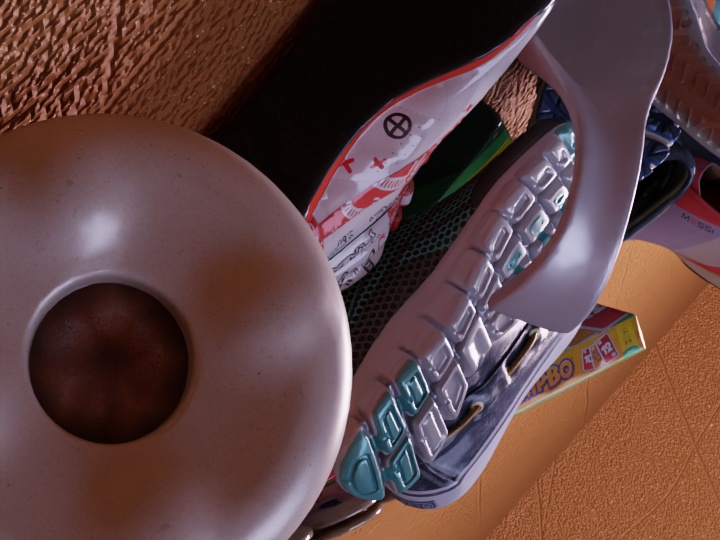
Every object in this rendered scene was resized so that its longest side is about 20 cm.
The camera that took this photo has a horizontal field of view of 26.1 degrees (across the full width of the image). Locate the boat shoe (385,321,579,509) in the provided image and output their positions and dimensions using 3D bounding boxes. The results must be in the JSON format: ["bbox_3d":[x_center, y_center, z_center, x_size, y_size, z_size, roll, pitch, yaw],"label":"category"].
[{"bbox_3d":[0.064,0.016,0.771,0.201,0.070,0.091,-60,152,-28],"label":"boat shoe"}]

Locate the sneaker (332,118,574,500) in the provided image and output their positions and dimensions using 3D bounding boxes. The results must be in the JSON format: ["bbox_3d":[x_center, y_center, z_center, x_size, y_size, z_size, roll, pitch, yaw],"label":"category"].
[{"bbox_3d":[0.026,0.000,0.690,0.200,0.091,0.078,-49,143,-22],"label":"sneaker"}]

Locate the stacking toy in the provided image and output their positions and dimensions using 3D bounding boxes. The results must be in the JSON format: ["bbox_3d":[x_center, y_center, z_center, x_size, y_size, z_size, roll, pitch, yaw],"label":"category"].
[{"bbox_3d":[-0.092,0.042,0.526,0.146,0.146,0.200,-45,-178,-18],"label":"stacking toy"}]

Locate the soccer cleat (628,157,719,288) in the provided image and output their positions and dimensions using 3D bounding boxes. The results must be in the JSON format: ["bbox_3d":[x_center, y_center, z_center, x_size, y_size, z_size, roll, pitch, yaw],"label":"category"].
[{"bbox_3d":[0.180,-0.047,0.949,0.068,0.198,0.074,-55,159,-35],"label":"soccer cleat"}]

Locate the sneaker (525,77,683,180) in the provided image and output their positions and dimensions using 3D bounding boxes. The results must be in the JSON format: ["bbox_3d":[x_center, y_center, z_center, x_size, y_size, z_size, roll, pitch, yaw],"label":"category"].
[{"bbox_3d":[0.132,-0.098,0.850,0.201,0.077,0.085,-60,-174,-34],"label":"sneaker"}]

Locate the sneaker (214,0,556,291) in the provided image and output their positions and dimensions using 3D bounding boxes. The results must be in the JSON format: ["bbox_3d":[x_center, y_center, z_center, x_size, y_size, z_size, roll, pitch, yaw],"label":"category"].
[{"bbox_3d":[0.009,-0.064,0.628,0.202,0.067,0.108,-47,167,-2],"label":"sneaker"}]

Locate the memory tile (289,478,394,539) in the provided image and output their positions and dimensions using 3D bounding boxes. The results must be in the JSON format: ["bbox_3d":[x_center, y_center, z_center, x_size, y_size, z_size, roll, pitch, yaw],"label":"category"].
[{"bbox_3d":[-0.061,0.152,0.868,0.199,0.017,0.153,-24,-177,-41],"label":"memory tile"}]

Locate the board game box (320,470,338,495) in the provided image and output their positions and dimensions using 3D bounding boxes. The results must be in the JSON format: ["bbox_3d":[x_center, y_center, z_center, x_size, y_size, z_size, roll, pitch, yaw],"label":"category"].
[{"bbox_3d":[-0.033,0.106,0.831,0.157,0.039,0.200,-25,175,22],"label":"board game box"}]

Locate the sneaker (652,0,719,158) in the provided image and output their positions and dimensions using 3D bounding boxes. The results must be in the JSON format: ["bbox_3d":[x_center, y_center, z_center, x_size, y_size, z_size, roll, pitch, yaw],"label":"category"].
[{"bbox_3d":[0.163,-0.133,0.783,0.071,0.199,0.081,-20,-137,43],"label":"sneaker"}]

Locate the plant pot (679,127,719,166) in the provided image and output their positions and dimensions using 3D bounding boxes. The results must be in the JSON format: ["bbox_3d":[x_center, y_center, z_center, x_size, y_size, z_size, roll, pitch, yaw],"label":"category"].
[{"bbox_3d":[0.272,-0.179,0.930,0.200,0.199,0.197,-43,156,-25],"label":"plant pot"}]

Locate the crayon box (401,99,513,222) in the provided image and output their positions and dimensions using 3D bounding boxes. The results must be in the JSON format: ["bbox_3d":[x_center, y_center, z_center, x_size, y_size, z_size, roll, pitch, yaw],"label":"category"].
[{"bbox_3d":[0.000,0.000,0.790,0.201,0.051,0.127,-51,166,2],"label":"crayon box"}]

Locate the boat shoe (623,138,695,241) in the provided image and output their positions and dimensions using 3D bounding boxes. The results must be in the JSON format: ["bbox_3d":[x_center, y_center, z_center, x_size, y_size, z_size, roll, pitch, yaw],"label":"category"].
[{"bbox_3d":[0.099,-0.021,0.888,0.198,0.075,0.062,-26,-153,0],"label":"boat shoe"}]

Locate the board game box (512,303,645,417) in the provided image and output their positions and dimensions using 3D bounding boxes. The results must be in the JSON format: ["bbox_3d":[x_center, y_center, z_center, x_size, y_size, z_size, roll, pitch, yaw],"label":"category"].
[{"bbox_3d":[0.073,0.038,0.918,0.095,0.030,0.200,-24,-166,-19],"label":"board game box"}]

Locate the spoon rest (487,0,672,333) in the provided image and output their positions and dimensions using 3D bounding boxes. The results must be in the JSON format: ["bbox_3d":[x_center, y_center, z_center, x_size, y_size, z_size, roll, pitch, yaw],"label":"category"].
[{"bbox_3d":[0.089,-0.078,0.646,0.061,0.098,0.202,-37,-138,54],"label":"spoon rest"}]
